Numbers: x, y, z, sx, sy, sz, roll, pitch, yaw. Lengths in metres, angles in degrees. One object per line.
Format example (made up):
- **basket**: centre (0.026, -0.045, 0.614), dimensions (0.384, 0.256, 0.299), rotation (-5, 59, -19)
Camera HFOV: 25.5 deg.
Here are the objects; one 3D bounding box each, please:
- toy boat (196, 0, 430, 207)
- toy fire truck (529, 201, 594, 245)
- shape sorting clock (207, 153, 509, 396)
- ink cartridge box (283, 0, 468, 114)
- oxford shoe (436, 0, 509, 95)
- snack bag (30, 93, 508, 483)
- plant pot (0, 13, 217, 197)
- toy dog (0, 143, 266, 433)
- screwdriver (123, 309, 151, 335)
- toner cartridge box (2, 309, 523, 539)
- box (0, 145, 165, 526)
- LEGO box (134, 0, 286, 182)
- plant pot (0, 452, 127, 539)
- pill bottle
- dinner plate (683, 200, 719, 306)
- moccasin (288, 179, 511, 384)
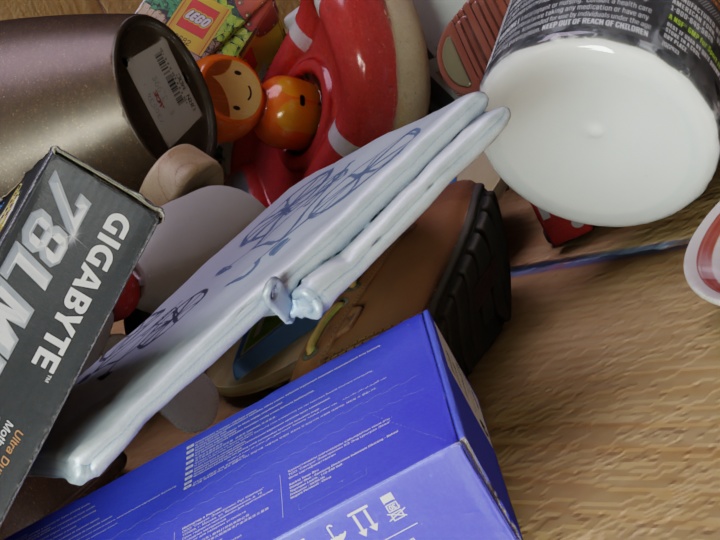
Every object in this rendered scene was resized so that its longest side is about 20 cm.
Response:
- **toy boat**: centre (-0.047, -0.097, 0.955), dimensions (0.201, 0.130, 0.131), rotation (-58, 38, 35)
- **toy fire truck**: centre (0.153, -0.087, 0.823), dimensions (0.140, 0.049, 0.200), rotation (-24, 14, 17)
- **shape sorting clock**: centre (0.000, 0.000, 0.848), dimensions (0.200, 0.039, 0.200), rotation (-40, 12, 11)
- **ink cartridge box**: centre (0.071, -0.146, 1.014), dimensions (0.199, 0.146, 0.084), rotation (-19, 17, 41)
- **oxford shoe**: centre (0.137, -0.151, 0.888), dimensions (0.199, 0.071, 0.074), rotation (-26, -14, 19)
- **snack bag**: centre (-0.050, 0.015, 0.598), dimensions (0.200, 0.021, 0.188), rotation (-43, 10, -21)
- **plant pot**: centre (-0.186, -0.065, 0.885), dimensions (0.199, 0.188, 0.187), rotation (-19, 16, 25)
- **toy dog**: centre (-0.102, 0.019, 0.769), dimensions (0.199, 0.097, 0.132), rotation (-18, 45, -33)
- **screwdriver**: centre (-0.138, -0.012, 0.937), dimensions (0.029, 0.201, 0.028), rotation (-22, -29, 3)
- **toner cartridge box**: centre (-0.050, 0.093, 0.507), dimensions (0.199, 0.043, 0.095), rotation (-29, 20, 7)
- **box**: centre (-0.157, 0.072, 0.551), dimensions (0.198, 0.049, 0.201), rotation (-23, 40, 61)
- **LEGO box**: centre (-0.111, -0.099, 1.087), dimensions (0.150, 0.077, 0.200), rotation (-58, -15, -12)
- **plant pot**: centre (-0.246, 0.061, 0.765), dimensions (0.199, 0.199, 0.200), rotation (-29, 7, 4)
- **pill bottle**: centre (0.124, -0.124, 0.717), dimensions (0.106, 0.106, 0.201), rotation (-19, 35, 39)
- **dinner plate**: centre (0.206, -0.034, 0.547), dimensions (0.199, 0.024, 0.200), rotation (-29, 15, 8)
- **moccasin**: centre (0.019, 0.015, 0.666), dimensions (0.077, 0.074, 0.202), rotation (-5, 25, 18)
